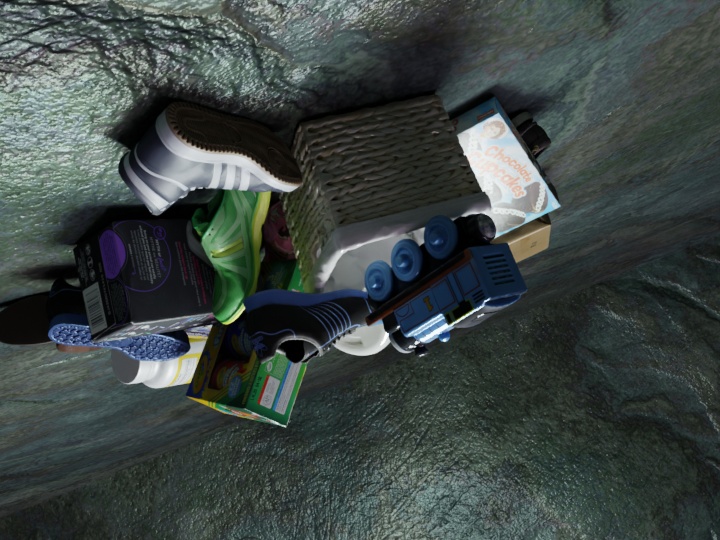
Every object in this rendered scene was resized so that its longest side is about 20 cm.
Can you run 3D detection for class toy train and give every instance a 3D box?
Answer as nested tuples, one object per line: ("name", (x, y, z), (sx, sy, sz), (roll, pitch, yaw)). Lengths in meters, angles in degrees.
("toy train", (0.082, 0.018, 0.900), (0.086, 0.116, 0.199), (-5, 158, -43))

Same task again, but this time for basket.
("basket", (0.015, -0.082, 0.991), (0.197, 0.163, 0.198), (-17, 166, -20))

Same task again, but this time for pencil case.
("pencil case", (-0.098, -0.034, 1.172), (0.087, 0.082, 0.200), (-59, 177, -19))

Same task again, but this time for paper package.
("paper package", (0.247, -0.070, 1.507), (0.188, 0.105, 0.200), (-25, 165, 8))

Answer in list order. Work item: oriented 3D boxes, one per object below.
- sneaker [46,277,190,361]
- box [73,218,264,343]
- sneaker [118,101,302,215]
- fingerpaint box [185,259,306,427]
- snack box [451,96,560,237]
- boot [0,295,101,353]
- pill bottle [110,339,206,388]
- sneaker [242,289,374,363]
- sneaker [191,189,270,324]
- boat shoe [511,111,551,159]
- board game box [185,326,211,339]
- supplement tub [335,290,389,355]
("sneaker", (-0.313, 0.063, 1.084), (0.198, 0.079, 0.070), (20, 135, -42))
("box", (-0.230, 0.008, 1.016), (0.198, 0.124, 0.105), (-6, 169, -46))
("sneaker", (-0.154, -0.102, 0.847), (0.108, 0.071, 0.199), (-34, 155, 26))
("fingerpaint box", (-0.136, 0.091, 1.100), (0.073, 0.203, 0.166), (29, 162, -33))
("snack box", (0.176, -0.131, 1.109), (0.115, 0.038, 0.200), (-26, 134, 23))
("boot", (-0.429, 0.087, 1.181), (0.184, 0.065, 0.200), (-13, 168, -27))
("pill bottle", (-0.323, 0.141, 1.421), (0.111, 0.113, 0.199), (-31, 163, 34))
("sneaker", (-0.050, 0.068, 0.975), (0.198, 0.079, 0.070), (1, 158, -40))
("sneaker", (-0.155, -0.038, 0.947), (0.082, 0.203, 0.074), (2, -161, -22))
("boat shoe", (0.198, -0.132, 1.184), (0.071, 0.061, 0.202), (-26, 157, -43))
("board game box", (-0.231, 0.062, 1.242), (0.164, 0.058, 0.198), (-15, 163, 43))
("supplement tub", (0.023, 0.028, 1.335), (0.144, 0.146, 0.200), (-32, -170, 36))
